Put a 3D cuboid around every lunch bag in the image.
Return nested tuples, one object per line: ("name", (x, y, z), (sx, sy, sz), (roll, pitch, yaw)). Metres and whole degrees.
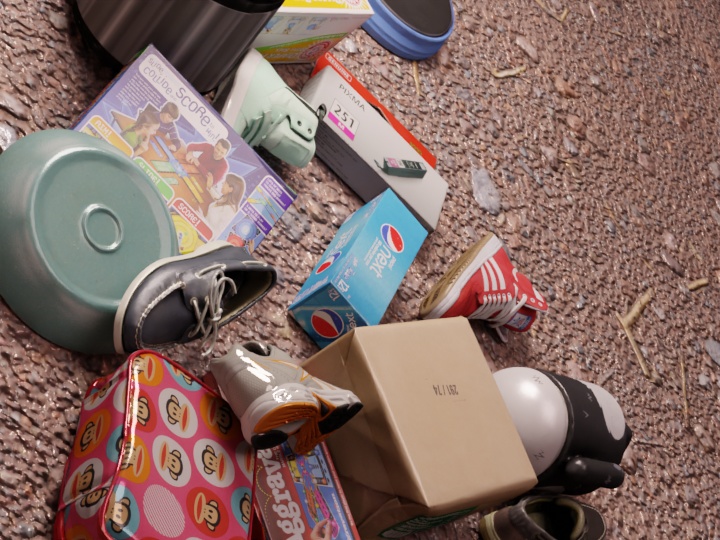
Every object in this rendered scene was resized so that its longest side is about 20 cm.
("lunch bag", (-0.147, 0.179, 1.338), (0.176, 0.082, 0.200), (37, 36, -28))

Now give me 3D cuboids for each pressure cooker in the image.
("pressure cooker", (-0.156, -0.285, 1.599), (0.178, 0.200, 0.176), (13, 45, -38))

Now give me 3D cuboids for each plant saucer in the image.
("plant saucer", (-0.225, -0.030, 1.418), (0.200, 0.036, 0.200), (19, 60, -38))

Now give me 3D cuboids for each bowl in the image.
("bowl", (0.040, -0.354, 2.079), (0.201, 0.039, 0.201), (33, 39, -32))

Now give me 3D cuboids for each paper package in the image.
("paper package", (0.050, 0.149, 1.600), (0.200, 0.103, 0.191), (-2, 64, -54))

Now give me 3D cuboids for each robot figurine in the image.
("robot figurine", (0.195, 0.170, 1.753), (0.200, 0.150, 0.125), (17, 66, -45))

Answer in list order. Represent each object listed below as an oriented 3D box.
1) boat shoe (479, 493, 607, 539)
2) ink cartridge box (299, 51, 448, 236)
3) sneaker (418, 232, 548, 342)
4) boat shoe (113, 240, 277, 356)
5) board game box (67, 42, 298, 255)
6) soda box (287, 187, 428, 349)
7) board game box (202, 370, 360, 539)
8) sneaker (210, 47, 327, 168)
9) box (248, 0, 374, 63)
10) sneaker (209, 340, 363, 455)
("boat shoe", (0.203, 0.264, 1.731), (0.201, 0.066, 0.072), (8, 55, -49))
("ink cartridge box", (0.019, -0.149, 1.873), (0.200, 0.044, 0.174), (43, 36, -19))
("sneaker", (0.139, 0.038, 1.839), (0.113, 0.071, 0.200), (51, 31, -3))
("boat shoe", (-0.138, 0.028, 1.428), (0.062, 0.075, 0.200), (17, 19, 21))
("board game box", (-0.166, -0.089, 1.537), (0.200, 0.034, 0.135), (47, 59, -16))
("soda box", (0.000, 0.000, 1.698), (0.068, 0.064, 0.200), (49, 34, -12))
("board game box", (-0.066, 0.177, 1.491), (0.103, 0.019, 0.200), (-2, 64, -44))
("sneaker", (-0.096, -0.137, 1.678), (0.118, 0.074, 0.200), (40, 33, -14))
("box", (-0.096, -0.291, 1.791), (0.200, 0.101, 0.113), (-12, 72, -55))
("sneaker", (-0.064, 0.100, 1.440), (0.092, 0.076, 0.200), (53, 7, 18))
